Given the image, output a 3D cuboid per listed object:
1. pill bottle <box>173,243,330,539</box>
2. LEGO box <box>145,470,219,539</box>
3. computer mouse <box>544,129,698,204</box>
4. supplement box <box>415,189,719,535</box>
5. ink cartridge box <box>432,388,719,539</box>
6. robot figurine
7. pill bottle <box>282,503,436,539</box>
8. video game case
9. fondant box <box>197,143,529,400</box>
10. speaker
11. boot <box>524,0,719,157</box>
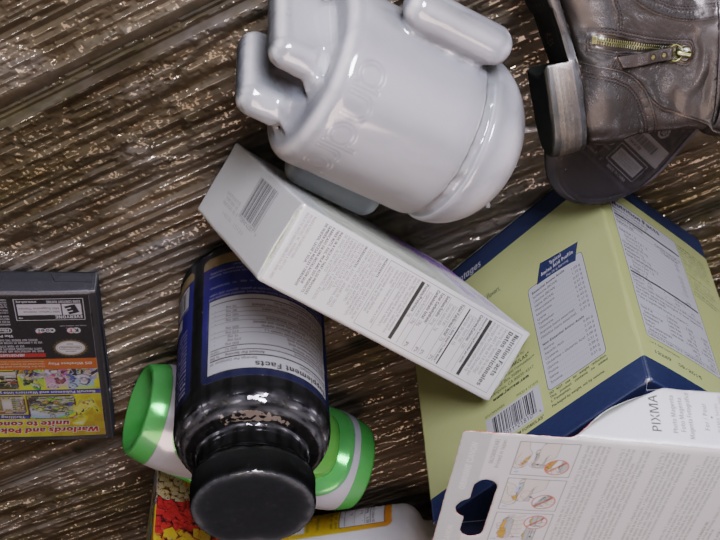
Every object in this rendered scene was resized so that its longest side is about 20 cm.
[{"bbox_3d":[-0.077,0.085,0.907,0.110,0.202,0.113,-3,137,-2],"label":"pill bottle"},{"bbox_3d":[-0.152,0.261,1.120,0.076,0.150,0.202,6,135,-10],"label":"LEGO box"},{"bbox_3d":[0.199,-0.124,0.828,0.199,0.053,0.138,-40,125,15],"label":"computer mouse"},{"bbox_3d":[0.153,0.074,0.915,0.133,0.202,0.200,29,127,-31],"label":"supplement box"},{"bbox_3d":[0.150,0.139,0.809,0.197,0.058,0.164,8,135,-1],"label":"ink cartridge box"},{"bbox_3d":[0.020,-0.100,0.787,0.198,0.114,0.170,21,136,-24],"label":"robot figurine"},{"bbox_3d":[0.007,0.278,1.178,0.197,0.112,0.112,-9,136,5],"label":"pill bottle"},{"bbox_3d":[-0.299,0.071,1.002,0.197,0.026,0.182,0,136,-6],"label":"video game case"},{"bbox_3d":[0.000,0.000,0.864,0.199,0.144,0.059,30,96,-30],"label":"fondant box"},{"bbox_3d":[-0.090,0.139,1.045,0.198,0.089,0.089,18,132,-22],"label":"speaker"},{"bbox_3d":[0.183,-0.161,0.741,0.171,0.069,0.203,-8,107,-3],"label":"boot"}]
